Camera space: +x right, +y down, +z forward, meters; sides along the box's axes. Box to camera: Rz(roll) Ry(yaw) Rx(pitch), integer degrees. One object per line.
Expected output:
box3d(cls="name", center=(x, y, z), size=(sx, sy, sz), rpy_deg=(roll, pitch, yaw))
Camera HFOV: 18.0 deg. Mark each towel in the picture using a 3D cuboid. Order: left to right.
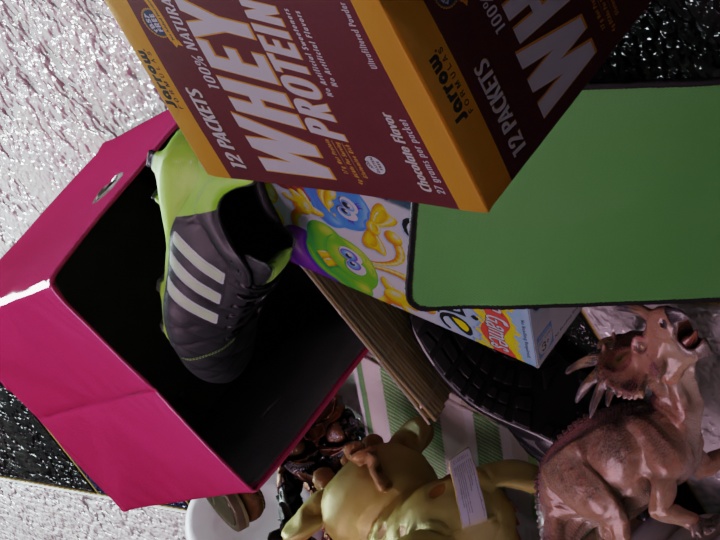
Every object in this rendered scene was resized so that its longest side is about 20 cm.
box3d(cls="towel", center=(0.085, 0.129, 1.617), size=(0.199, 0.023, 0.153), rpy_deg=(25, 149, 23))

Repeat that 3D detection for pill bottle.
box3d(cls="pill bottle", center=(-0.082, 0.257, 1.900), size=(0.113, 0.114, 0.201), rpy_deg=(28, 149, 21))

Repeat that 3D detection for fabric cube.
box3d(cls="fabric cube", center=(-0.125, 0.022, 1.530), size=(0.200, 0.196, 0.199), rpy_deg=(47, 153, -16))

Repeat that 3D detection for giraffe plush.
box3d(cls="giraffe plush", center=(0.032, 0.185, 1.541), size=(0.162, 0.172, 0.201), rpy_deg=(28, 122, 54))

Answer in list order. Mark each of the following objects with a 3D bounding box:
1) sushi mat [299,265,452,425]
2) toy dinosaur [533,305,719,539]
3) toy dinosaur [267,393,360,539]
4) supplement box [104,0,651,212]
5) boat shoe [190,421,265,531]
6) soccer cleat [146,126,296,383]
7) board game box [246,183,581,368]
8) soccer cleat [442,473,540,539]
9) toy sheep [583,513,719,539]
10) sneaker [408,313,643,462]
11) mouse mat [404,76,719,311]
box3d(cls="sushi mat", center=(0.000, 0.000, 1.460), size=(0.012, 0.096, 0.200), rpy_deg=(-27, 113, 31))
box3d(cls="toy dinosaur", center=(0.155, 0.110, 1.384), size=(0.136, 0.086, 0.200), rpy_deg=(45, 107, -5))
box3d(cls="toy dinosaur", center=(-0.024, 0.144, 1.699), size=(0.200, 0.102, 0.136), rpy_deg=(49, -163, -49))
box3d(cls="supplement box", center=(0.017, -0.152, 1.105), size=(0.197, 0.200, 0.133), rpy_deg=(9, 140, 43))
box3d(cls="boat shoe", center=(-0.109, 0.106, 1.690), size=(0.200, 0.068, 0.072), rpy_deg=(55, 160, 38))
box3d(cls="soccer cleat", center=(-0.078, 0.000, 1.349), size=(0.081, 0.068, 0.201), rpy_deg=(22, 139, 25))
box3d(cls="board game box", center=(0.041, -0.044, 1.332), size=(0.199, 0.105, 0.103), rpy_deg=(23, 147, 29))
box3d(cls="soccer cleat", center=(0.129, 0.219, 1.609), size=(0.200, 0.085, 0.069), rpy_deg=(43, 113, 23))
box3d(cls="toy sheep", center=(0.226, 0.227, 1.479), size=(0.199, 0.138, 0.138), rpy_deg=(29, 151, 26))
box3d(cls="sneaker", center=(0.108, 0.088, 1.480), size=(0.200, 0.076, 0.088), rpy_deg=(38, 158, 3))
box3d(cls="mouse mat", center=(0.124, -0.038, 1.195), size=(0.199, 0.008, 0.162), rpy_deg=(-1, 134, -5))
